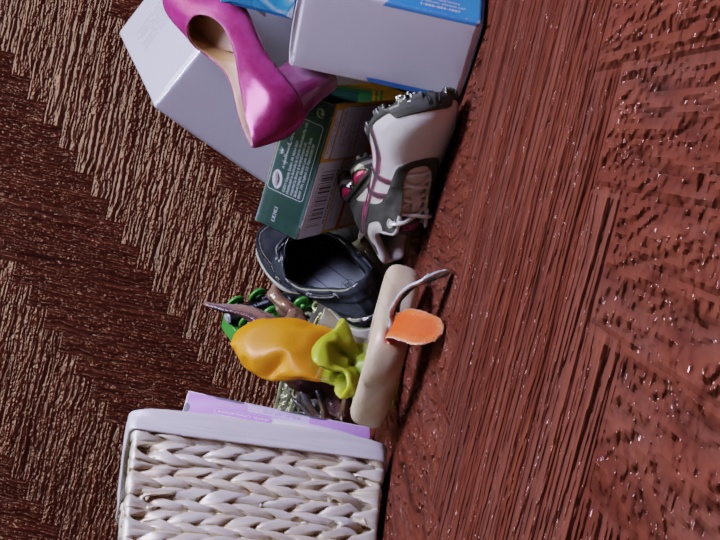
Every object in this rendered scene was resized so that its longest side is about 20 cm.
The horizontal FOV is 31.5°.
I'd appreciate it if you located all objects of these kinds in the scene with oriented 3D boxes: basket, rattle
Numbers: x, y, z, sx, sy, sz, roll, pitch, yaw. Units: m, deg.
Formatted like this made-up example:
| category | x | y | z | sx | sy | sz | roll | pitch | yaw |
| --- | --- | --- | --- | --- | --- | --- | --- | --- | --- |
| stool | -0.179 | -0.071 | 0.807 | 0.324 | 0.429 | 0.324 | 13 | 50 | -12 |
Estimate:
| category | x | y | z | sx | sy | sz | roll | pitch | yaw |
| --- | --- | --- | --- | --- | --- | --- | --- | --- | --- |
| basket | -0.088 | 0.199 | 0.959 | 0.136 | 0.199 | 0.124 | 107 | 169 | -47 |
| rattle | -0.017 | 0.036 | 0.937 | 0.130 | 0.143 | 0.200 | -59 | -4 | -6 |

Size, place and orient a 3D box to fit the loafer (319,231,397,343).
| category | x | y | z | sx | sy | sz | roll | pitch | yaw |
| --- | --- | --- | --- | --- | --- | --- | --- | --- | --- |
| loafer | 0.000 | 0.000 | 1.243 | 0.200 | 0.068 | 0.076 | -83 | 7 | -58 |

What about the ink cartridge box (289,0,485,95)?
| category | x | y | z | sx | sy | sz | roll | pitch | yaw |
| --- | --- | --- | --- | --- | --- | --- | --- | --- | --- |
| ink cartridge box | 0.029 | -0.247 | 1.077 | 0.200 | 0.146 | 0.086 | -81 | 4 | -47 |

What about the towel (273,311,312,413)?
| category | x | y | z | sx | sy | sz | roll | pitch | yaw |
| --- | --- | --- | --- | --- | --- | --- | --- | --- | --- |
| towel | -0.068 | 0.150 | 1.475 | 0.148 | 0.036 | 0.200 | 36 | -113 | -80 |

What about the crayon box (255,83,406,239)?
| category | x | y | z | sx | sy | sz | roll | pitch | yaw |
| --- | --- | --- | --- | --- | --- | --- | --- | --- | --- |
| crayon box | -0.011 | -0.106 | 1.182 | 0.200 | 0.052 | 0.126 | -16 | -53 | -60 |

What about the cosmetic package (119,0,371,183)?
| category | x | y | z | sx | sy | sz | roll | pitch | yaw |
| --- | --- | --- | --- | --- | --- | --- | --- | --- | --- |
| cosmetic package | -0.112 | -0.220 | 1.267 | 0.166 | 0.167 | 0.200 | -49 | 34 | 11 |

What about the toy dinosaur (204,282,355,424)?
| category | x | y | z | sx | sy | sz | roll | pitch | yaw |
| --- | --- | --- | --- | --- | --- | --- | --- | --- | --- |
| toy dinosaur | -0.056 | 0.088 | 1.216 | 0.086 | 0.200 | 0.136 | -42 | 21 | 23 |

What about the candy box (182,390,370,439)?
| category | x | y | z | sx | sy | sz | roll | pitch | yaw |
| --- | --- | --- | --- | --- | --- | --- | --- | --- | --- |
| candy box | -0.093 | 0.221 | 1.128 | 0.072 | 0.167 | 0.200 | -90 | 14 | -64 |

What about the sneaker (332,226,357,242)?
| category | x | y | z | sx | sy | sz | roll | pitch | yaw |
| --- | --- | --- | --- | --- | --- | --- | --- | --- | --- |
| sneaker | -0.046 | -0.029 | 1.386 | 0.073 | 0.071 | 0.200 | -43 | -26 | -18 |

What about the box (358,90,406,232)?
| category | x | y | z | sx | sy | sz | roll | pitch | yaw |
| --- | --- | --- | --- | --- | --- | --- | --- | --- | --- |
| box | -0.002 | -0.137 | 1.395 | 0.200 | 0.114 | 0.132 | 112 | 171 | -60 |

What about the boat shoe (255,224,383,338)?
| category | x | y | z | sx | sy | sz | roll | pitch | yaw |
| --- | --- | --- | --- | --- | --- | --- | --- | --- | --- |
| boat shoe | -0.043 | -0.009 | 1.170 | 0.199 | 0.074 | 0.066 | 42 | 167 | 46 |

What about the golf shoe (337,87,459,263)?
| category | x | y | z | sx | sy | sz | roll | pitch | yaw |
| --- | --- | --- | --- | --- | --- | --- | --- | --- | --- |
| golf shoe | 0.042 | -0.080 | 1.045 | 0.200 | 0.077 | 0.088 | 120 | 136 | -64 |

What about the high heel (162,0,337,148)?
| category | x | y | z | sx | sy | sz | roll | pitch | yaw |
| --- | --- | --- | --- | --- | --- | --- | --- | --- | --- |
| high heel | -0.120 | -0.174 | 1.078 | 0.096 | 0.200 | 0.067 | -42 | -24 | -26 |

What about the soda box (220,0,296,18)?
| category | x | y | z | sx | sy | sz | roll | pitch | yaw |
| --- | --- | --- | --- | --- | --- | --- | --- | --- | --- |
| soda box | -0.070 | -0.298 | 1.118 | 0.200 | 0.064 | 0.068 | -81 | 4 | -53 |

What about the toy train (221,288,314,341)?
| category | x | y | z | sx | sy | sz | roll | pitch | yaw |
| --- | --- | --- | --- | --- | --- | --- | --- | --- | --- |
| toy train | -0.072 | 0.036 | 1.480 | 0.042 | 0.200 | 0.056 | 52 | 143 | 29 |

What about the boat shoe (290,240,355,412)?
| category | x | y | z | sx | sy | sz | roll | pitch | yaw |
| --- | --- | --- | --- | --- | --- | --- | --- | --- | --- |
| boat shoe | -0.028 | 0.060 | 1.367 | 0.072 | 0.060 | 0.202 | -6 | -68 | -62 |
